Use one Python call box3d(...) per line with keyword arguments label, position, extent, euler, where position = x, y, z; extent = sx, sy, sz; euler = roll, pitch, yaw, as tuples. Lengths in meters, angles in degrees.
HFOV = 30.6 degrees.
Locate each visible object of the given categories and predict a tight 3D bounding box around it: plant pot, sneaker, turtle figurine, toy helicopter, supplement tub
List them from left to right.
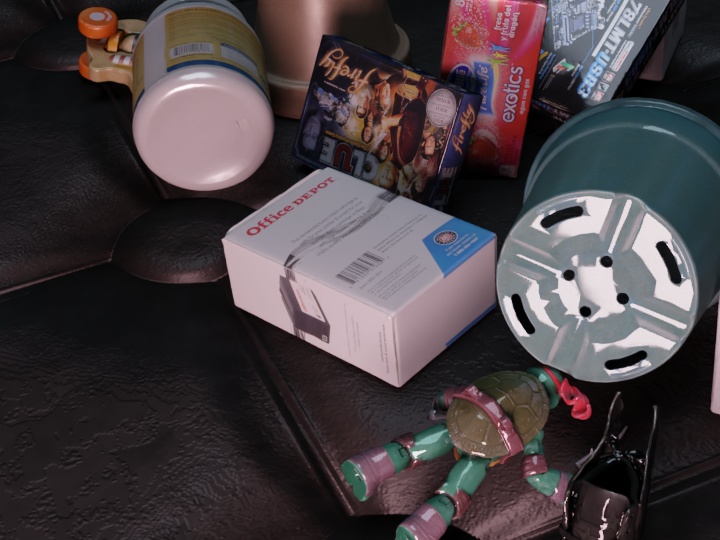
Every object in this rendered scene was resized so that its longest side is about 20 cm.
box3d(label="toy helicopter", position=(-0.252, -0.233, 1.553), extent=(0.132, 0.079, 0.200), euler=(-9, 46, -20))
box3d(label="supplement tub", position=(-0.170, -0.195, 1.401), extent=(0.144, 0.145, 0.200), euler=(-8, 40, -3))
box3d(label="plant pot", position=(-0.042, -0.293, 1.503), extent=(0.200, 0.175, 0.200), euler=(-3, 37, 2))
box3d(label="turtle figurine", position=(0.094, 0.126, 0.984), extent=(0.200, 0.101, 0.150), euler=(-30, 42, -21))
box3d(label="sneaker", position=(0.154, 0.183, 0.886), extent=(0.060, 0.104, 0.200), euler=(15, 41, 25))
box3d(label="plant pot", position=(0.201, -0.016, 1.031), extent=(0.200, 0.201, 0.196), euler=(9, 22, 19))

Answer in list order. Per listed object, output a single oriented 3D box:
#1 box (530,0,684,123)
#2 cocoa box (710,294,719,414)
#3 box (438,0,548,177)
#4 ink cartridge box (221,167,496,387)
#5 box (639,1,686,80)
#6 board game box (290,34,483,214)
box3d(label="box", position=(0.223, -0.269, 1.435), extent=(0.198, 0.050, 0.200), euler=(28, 82, 24))
box3d(label="cocoa box", position=(0.388, 0.052, 1.008), extent=(0.200, 0.134, 0.131), euler=(17, 41, 27))
box3d(label="box", position=(0.128, -0.205, 1.332), extent=(0.095, 0.200, 0.100), euler=(8, 37, 3))
box3d(label="ink cartridge box", position=(0.000, 0.000, 1.172), extent=(0.200, 0.084, 0.145), euler=(24, 46, 34))
box3d(label="box", position=(0.269, -0.303, 1.538), extent=(0.200, 0.098, 0.124), euler=(11, 40, 21))
box3d(label="board game box", position=(0.021, -0.143, 1.323), extent=(0.035, 0.136, 0.200), euler=(-2, 24, -47))
